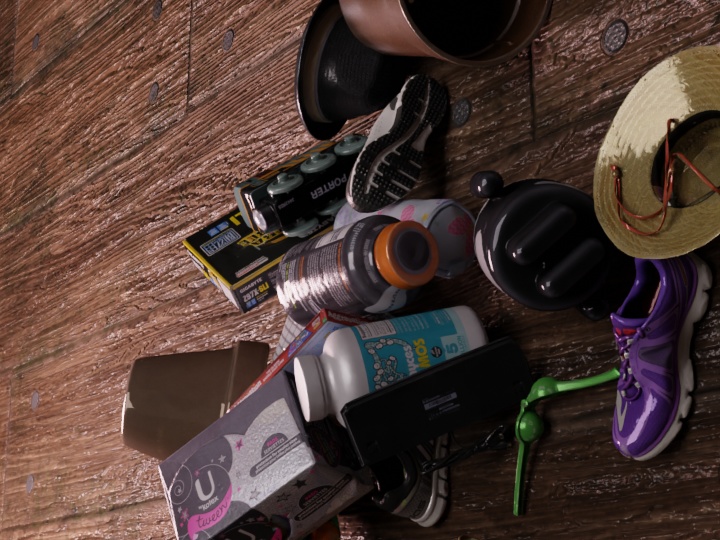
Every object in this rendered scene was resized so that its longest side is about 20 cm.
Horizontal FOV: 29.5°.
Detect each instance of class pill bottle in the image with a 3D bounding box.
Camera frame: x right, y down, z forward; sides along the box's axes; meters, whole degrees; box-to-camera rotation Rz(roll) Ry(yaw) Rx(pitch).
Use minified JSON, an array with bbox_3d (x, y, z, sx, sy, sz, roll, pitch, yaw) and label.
[{"bbox_3d":[0.000,0.000,1.507,0.200,0.106,0.107,-18,66,53],"label":"pill bottle"},{"bbox_3d":[0.034,0.107,1.455,0.111,0.199,0.111,169,90,-79],"label":"pill bottle"}]

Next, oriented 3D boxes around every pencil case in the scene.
[{"bbox_3d":[0.050,-0.039,1.595,0.200,0.083,0.091,3,88,56],"label":"pencil case"}]

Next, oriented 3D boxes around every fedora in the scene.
[{"bbox_3d":[-0.001,-0.251,1.684,0.091,0.200,0.201,12,91,24],"label":"fedora"}]

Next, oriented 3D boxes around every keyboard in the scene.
[{"bbox_3d":[0.088,0.152,1.418,0.021,0.199,0.127,-119,9,-66],"label":"keyboard"}]

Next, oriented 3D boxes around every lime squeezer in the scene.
[{"bbox_3d":[0.191,0.154,1.388,0.071,0.038,0.200,40,117,18],"label":"lime squeezer"}]

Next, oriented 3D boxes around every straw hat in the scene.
[{"bbox_3d":[0.310,-0.094,1.227,0.201,0.085,0.202,-23,58,43],"label":"straw hat"}]

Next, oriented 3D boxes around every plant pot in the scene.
[{"bbox_3d":[0.080,-0.323,1.547,0.198,0.200,0.201,7,87,63],"label":"plant pot"},{"bbox_3d":[-0.215,0.183,1.774,0.200,0.174,0.201,-173,90,-87],"label":"plant pot"}]

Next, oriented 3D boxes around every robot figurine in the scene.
[{"bbox_3d":[0.174,-0.025,1.331,0.200,0.124,0.151,-115,22,-83],"label":"robot figurine"}]

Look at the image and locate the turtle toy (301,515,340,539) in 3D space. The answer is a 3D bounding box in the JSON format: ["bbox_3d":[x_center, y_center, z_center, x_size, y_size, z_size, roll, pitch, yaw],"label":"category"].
[{"bbox_3d":[-0.091,0.285,1.635,0.101,0.145,0.200,99,159,-52],"label":"turtle toy"}]

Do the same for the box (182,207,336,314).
[{"bbox_3d":[-0.106,-0.042,1.741,0.160,0.200,0.049,38,155,54],"label":"box"}]

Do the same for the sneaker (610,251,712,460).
[{"bbox_3d":[0.257,0.073,1.261,0.081,0.083,0.201,9,90,56],"label":"sneaker"}]

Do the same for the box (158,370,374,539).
[{"bbox_3d":[-0.108,0.230,1.519,0.200,0.115,0.132,-38,50,19],"label":"box"}]

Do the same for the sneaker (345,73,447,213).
[{"bbox_3d":[0.037,-0.139,1.616,0.200,0.074,0.080,-59,12,-31],"label":"sneaker"}]

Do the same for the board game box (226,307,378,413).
[{"bbox_3d":[-0.055,0.118,1.540,0.200,0.103,0.019,-46,44,33],"label":"board game box"}]

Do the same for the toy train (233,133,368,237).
[{"bbox_3d":[-0.061,-0.109,1.695,0.114,0.200,0.085,16,133,54],"label":"toy train"}]

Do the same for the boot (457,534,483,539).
[{"bbox_3d":[0.102,0.404,1.411,0.175,0.066,0.200,50,121,48],"label":"boot"}]

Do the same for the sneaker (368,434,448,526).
[{"bbox_3d":[0.047,0.183,1.531,0.074,0.087,0.201,-23,62,51],"label":"sneaker"}]

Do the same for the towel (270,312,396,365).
[{"bbox_3d":[-0.024,0.109,1.662,0.200,0.085,0.166,35,107,54],"label":"towel"}]
